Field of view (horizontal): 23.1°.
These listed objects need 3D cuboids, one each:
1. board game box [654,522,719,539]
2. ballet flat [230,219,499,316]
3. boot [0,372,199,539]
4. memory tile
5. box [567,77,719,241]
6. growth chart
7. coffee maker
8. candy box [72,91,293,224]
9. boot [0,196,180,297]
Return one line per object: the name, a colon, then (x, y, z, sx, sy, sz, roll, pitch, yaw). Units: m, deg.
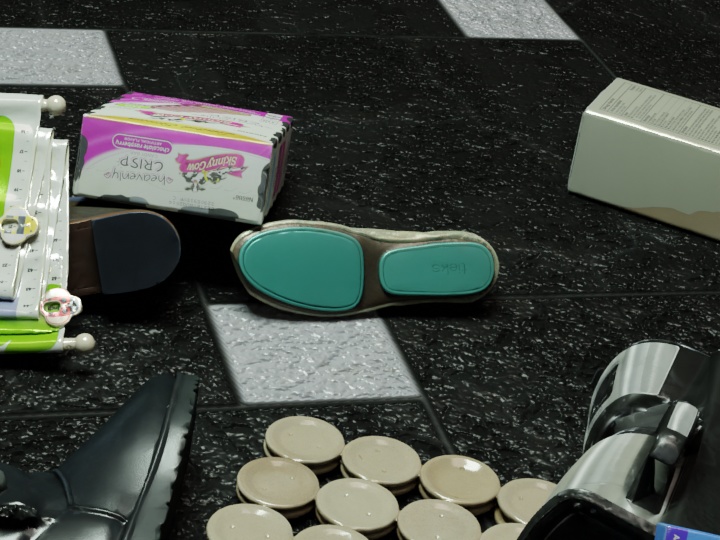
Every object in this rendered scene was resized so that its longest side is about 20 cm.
board game box: (0.227, 0.216, 0.838, 0.199, 0.153, 0.045, 11, -6, 4)
ballet flat: (0.000, 0.000, 1.258, 0.199, 0.068, 0.062, 4, 2, -16)
boot: (-0.183, 0.112, 0.975, 0.168, 0.077, 0.200, 13, 35, -1)
memory tile: (0.022, 0.148, 1.032, 0.199, 0.017, 0.153, 14, 30, 10)
box: (0.282, -0.084, 1.449, 0.199, 0.078, 0.095, 20, 31, 19)
growth chart: (-0.253, -0.033, 1.155, 0.144, 0.018, 0.201, -6, 70, -5)
coffee maker: (0.193, 0.151, 0.987, 0.192, 0.135, 0.200, 47, 35, -3)
candy box: (-0.125, -0.087, 1.299, 0.136, 0.061, 0.200, 9, 11, 0)
boot: (-0.222, -0.013, 1.219, 0.199, 0.075, 0.097, 0, 7, -3)
